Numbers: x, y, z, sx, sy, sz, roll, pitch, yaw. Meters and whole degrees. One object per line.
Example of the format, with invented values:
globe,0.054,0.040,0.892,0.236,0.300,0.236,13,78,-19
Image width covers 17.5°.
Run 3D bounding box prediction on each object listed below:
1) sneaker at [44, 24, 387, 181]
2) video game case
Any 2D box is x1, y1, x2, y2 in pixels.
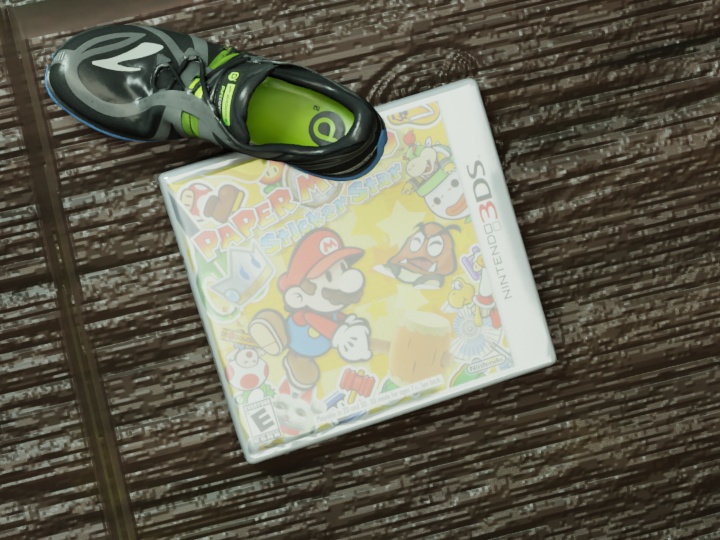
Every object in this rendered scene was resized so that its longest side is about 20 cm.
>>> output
sneaker,-0.080,-0.103,1.336,0.200,0.083,0.071,14,80,1
video game case,0.000,0.000,1.399,0.200,0.023,0.182,-18,98,-7
